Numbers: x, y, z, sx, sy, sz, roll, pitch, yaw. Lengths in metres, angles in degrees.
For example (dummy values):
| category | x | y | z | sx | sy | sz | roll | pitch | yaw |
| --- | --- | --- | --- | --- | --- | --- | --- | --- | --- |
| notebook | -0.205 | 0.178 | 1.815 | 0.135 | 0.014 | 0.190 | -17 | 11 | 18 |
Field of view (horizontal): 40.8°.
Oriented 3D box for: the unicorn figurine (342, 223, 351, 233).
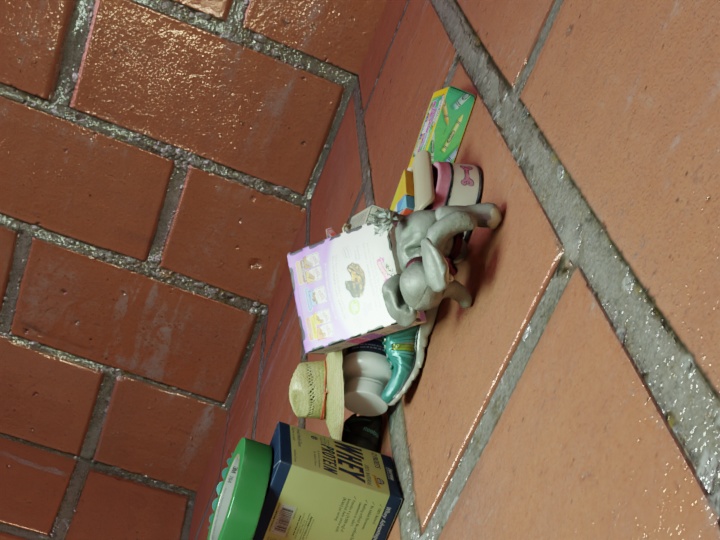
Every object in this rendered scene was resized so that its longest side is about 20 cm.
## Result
| category | x | y | z | sx | sy | sz | roll | pitch | yaw |
| --- | --- | --- | --- | --- | --- | --- | --- | --- | --- |
| unicorn figurine | 0.000 | 0.000 | 1.753 | 0.073 | 0.199 | 0.140 | 0 | 75 | 34 |

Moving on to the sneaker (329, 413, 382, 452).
| category | x | y | z | sx | sy | sz | roll | pitch | yaw |
| --- | --- | --- | --- | --- | --- | --- | --- | --- | --- |
| sneaker | -0.012 | 0.304 | 1.727 | 0.199 | 0.075 | 0.080 | -31 | 31 | 60 |

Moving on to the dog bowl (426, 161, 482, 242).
| category | x | y | z | sx | sy | sz | roll | pitch | yaw |
| --- | --- | --- | --- | --- | --- | --- | --- | --- | --- |
| dog bowl | 0.131 | -0.092 | 1.630 | 0.200 | 0.073 | 0.204 | -160 | 89 | -79 |

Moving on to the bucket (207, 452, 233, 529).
| category | x | y | z | sx | sy | sz | roll | pitch | yaw |
| --- | --- | --- | --- | --- | --- | --- | --- | --- | --- |
| bucket | -0.296 | 0.582 | 2.466 | 0.207 | 0.132 | 0.211 | -161 | 90 | -80 |

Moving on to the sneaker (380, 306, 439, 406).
| category | x | y | z | sx | sy | sz | roll | pitch | yaw |
| --- | --- | --- | --- | --- | --- | --- | --- | --- | --- |
| sneaker | 0.065 | 0.120 | 1.587 | 0.077 | 0.078 | 0.204 | 157 | 130 | -75 |

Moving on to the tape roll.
| category | x | y | z | sx | sy | sz | roll | pitch | yaw |
| --- | --- | --- | --- | --- | --- | --- | --- | --- | --- |
| tape roll | -0.187 | 0.360 | 1.474 | 0.200 | 0.047 | 0.204 | -161 | 89 | -79 |

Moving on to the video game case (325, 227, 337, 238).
| category | x | y | z | sx | sy | sz | roll | pitch | yaw |
| --- | --- | --- | --- | --- | --- | --- | --- | --- | --- |
| video game case | -0.029 | 0.011 | 2.086 | 0.200 | 0.017 | 0.145 | -128 | 25 | -59 |

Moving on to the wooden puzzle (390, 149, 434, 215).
| category | x | y | z | sx | sy | sz | roll | pitch | yaw |
| --- | --- | --- | --- | --- | --- | --- | --- | --- | --- |
| wooden puzzle | 0.068 | -0.085 | 1.644 | 0.186 | 0.037 | 0.202 | -88 | 20 | -57 |

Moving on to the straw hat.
| category | x | y | z | sx | sy | sz | roll | pitch | yaw |
| --- | --- | --- | --- | --- | --- | --- | --- | --- | --- |
| straw hat | -0.080 | 0.204 | 1.655 | 0.201 | 0.083 | 0.206 | -179 | 90 | -81 |

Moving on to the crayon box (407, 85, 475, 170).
| category | x | y | z | sx | sy | sz | roll | pitch | yaw |
| --- | --- | --- | --- | --- | --- | --- | --- | --- | --- |
| crayon box | 0.146 | -0.241 | 1.837 | 0.119 | 0.057 | 0.204 | -155 | 84 | -79 |

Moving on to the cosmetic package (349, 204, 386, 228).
| category | x | y | z | sx | sy | sz | roll | pitch | yaw |
| --- | --- | --- | --- | --- | --- | --- | --- | --- | --- |
| cosmetic package | 0.026 | -0.067 | 2.072 | 0.200 | 0.086 | 0.105 | 167 | 122 | -78 |

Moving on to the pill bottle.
| category | x | y | z | sx | sy | sz | roll | pitch | yaw |
| --- | --- | --- | --- | --- | --- | --- | --- | --- | --- |
| pill bottle | 0.022 | 0.144 | 1.679 | 0.111 | 0.109 | 0.203 | 124 | 162 | -52 |

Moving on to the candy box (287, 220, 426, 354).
| category | x | y | z | sx | sy | sz | roll | pitch | yaw |
| --- | --- | --- | --- | --- | --- | --- | --- | --- | --- |
| candy box | -0.008 | 0.027 | 1.554 | 0.197 | 0.071 | 0.171 | -19 | 75 | 28 |

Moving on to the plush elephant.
| category | x | y | z | sx | sy | sz | roll | pitch | yaw |
| --- | --- | --- | --- | --- | --- | --- | --- | --- | --- |
| plush elephant | 0.108 | -0.007 | 1.419 | 0.165 | 0.196 | 0.158 | -41 | 49 | 55 |

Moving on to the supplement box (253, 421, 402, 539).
| category | x | y | z | sx | sy | sz | roll | pitch | yaw |
| --- | --- | --- | --- | --- | --- | --- | --- | --- | --- |
| supplement box | -0.067 | 0.377 | 1.499 | 0.134 | 0.196 | 0.203 | -109 | 39 | -72 |
